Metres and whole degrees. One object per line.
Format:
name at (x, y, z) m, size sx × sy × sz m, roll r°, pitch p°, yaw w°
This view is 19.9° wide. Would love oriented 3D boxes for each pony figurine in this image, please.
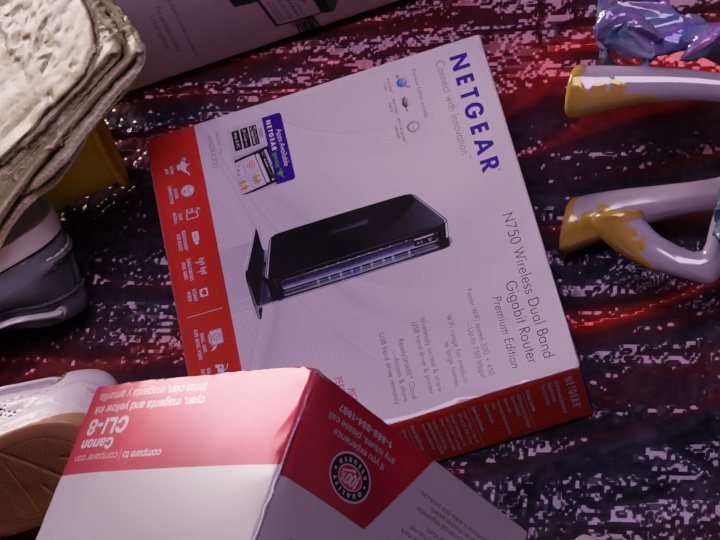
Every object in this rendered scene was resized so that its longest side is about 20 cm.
pony figurine at (0.198, -0.073, 0.939) m, size 0.198 × 0.166 × 0.195 m, roll 11°, pitch 95°, yaw 18°

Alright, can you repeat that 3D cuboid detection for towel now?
towel at (-0.190, -0.107, 1.037) m, size 0.148 × 0.036 × 0.200 m, roll -46°, pitch 49°, yaw 8°

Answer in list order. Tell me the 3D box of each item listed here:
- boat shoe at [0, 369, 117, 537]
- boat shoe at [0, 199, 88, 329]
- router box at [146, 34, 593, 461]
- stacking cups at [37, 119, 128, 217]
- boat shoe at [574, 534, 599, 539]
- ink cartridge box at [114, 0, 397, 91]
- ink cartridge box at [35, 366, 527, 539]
boat shoe at (-0.201, 0.097, 0.987) m, size 0.199 × 0.071 × 0.070 m, roll -16°, pitch 30°, yaw 15°
boat shoe at (-0.227, 0.040, 1.021) m, size 0.199 × 0.062 × 0.073 m, roll -31°, pitch 26°, yaw -7°
router box at (0.000, 0.000, 0.992) m, size 0.178 × 0.049 × 0.201 m, roll -18°, pitch 57°, yaw 5°
stacking cups at (-0.222, -0.031, 1.066) m, size 0.199 × 0.061 × 0.061 m, roll -24°, pitch 56°, yaw 1°
boat shoe at (0.078, 0.208, 0.834) m, size 0.065 × 0.072 × 0.201 m, roll 18°, pitch 67°, yaw 19°
ink cartridge box at (-0.064, -0.201, 1.110) m, size 0.199 × 0.084 × 0.147 m, roll -19°, pitch 57°, yaw 5°
ink cartridge box at (-0.051, 0.164, 0.826) m, size 0.144 × 0.145 × 0.201 m, roll -7°, pitch 53°, yaw 43°
